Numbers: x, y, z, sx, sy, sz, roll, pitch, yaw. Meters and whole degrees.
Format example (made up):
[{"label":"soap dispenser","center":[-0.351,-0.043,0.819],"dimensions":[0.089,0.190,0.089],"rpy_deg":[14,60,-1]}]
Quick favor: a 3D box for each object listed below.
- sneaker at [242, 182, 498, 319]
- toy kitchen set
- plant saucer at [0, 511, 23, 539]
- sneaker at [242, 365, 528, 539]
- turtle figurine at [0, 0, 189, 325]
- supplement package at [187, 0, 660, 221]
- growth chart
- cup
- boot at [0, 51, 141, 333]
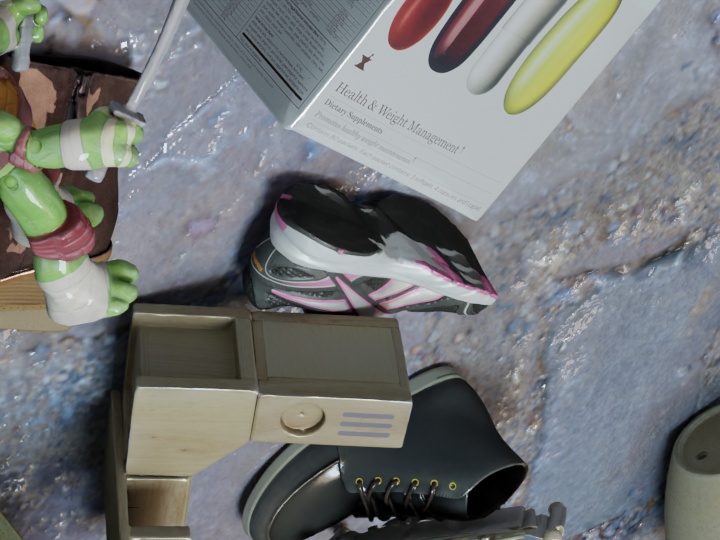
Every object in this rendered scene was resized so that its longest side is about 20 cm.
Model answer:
[{"label":"sneaker","center":[0.000,0.000,1.466],"dimensions":[0.199,0.081,0.086],"rpy_deg":[16,128,-40]},{"label":"toy kitchen set","center":[-0.070,0.153,1.417],"dimensions":[0.179,0.164,0.201],"rpy_deg":[3,130,-11]},{"label":"plant saucer","center":[-0.207,0.210,1.376],"dimensions":[0.048,0.200,0.200],"rpy_deg":[-38,144,-11]},{"label":"sneaker","center":[0.017,0.156,1.596],"dimensions":[0.199,0.106,0.075],"rpy_deg":[-32,143,-12]},{"label":"turtle figurine","center":[-0.146,-0.081,1.124],"dimensions":[0.200,0.143,0.194],"rpy_deg":[-53,149,-29]},{"label":"supplement package","center":[0.041,-0.168,1.256],"dimensions":[0.200,0.147,0.191],"rpy_deg":[-51,142,14]},{"label":"growth chart","center":[0.058,0.192,1.606],"dimensions":[0.199,0.018,0.145],"rpy_deg":[-9,-177,16]},{"label":"cup","center":[0.338,0.193,1.878],"dimensions":[0.200,0.200,0.144],"rpy_deg":[-33,117,-11]},{"label":"boot","center":[-0.221,-0.045,1.234],"dimensions":[0.199,0.072,0.167],"rpy_deg":[0,115,-40]}]
